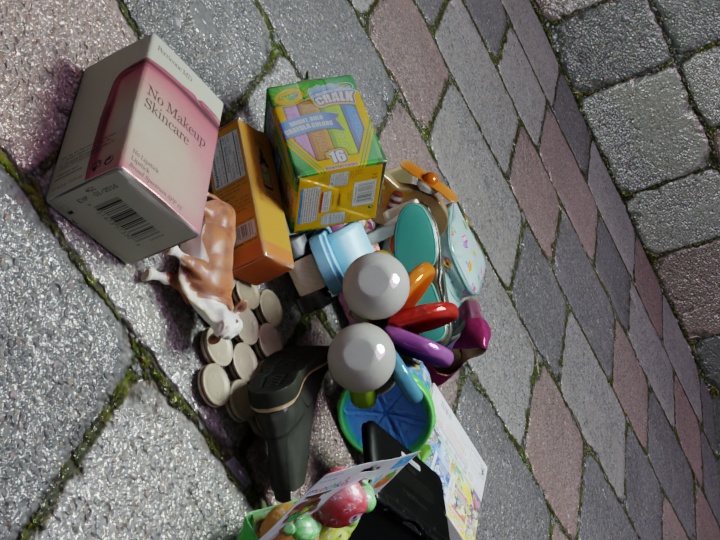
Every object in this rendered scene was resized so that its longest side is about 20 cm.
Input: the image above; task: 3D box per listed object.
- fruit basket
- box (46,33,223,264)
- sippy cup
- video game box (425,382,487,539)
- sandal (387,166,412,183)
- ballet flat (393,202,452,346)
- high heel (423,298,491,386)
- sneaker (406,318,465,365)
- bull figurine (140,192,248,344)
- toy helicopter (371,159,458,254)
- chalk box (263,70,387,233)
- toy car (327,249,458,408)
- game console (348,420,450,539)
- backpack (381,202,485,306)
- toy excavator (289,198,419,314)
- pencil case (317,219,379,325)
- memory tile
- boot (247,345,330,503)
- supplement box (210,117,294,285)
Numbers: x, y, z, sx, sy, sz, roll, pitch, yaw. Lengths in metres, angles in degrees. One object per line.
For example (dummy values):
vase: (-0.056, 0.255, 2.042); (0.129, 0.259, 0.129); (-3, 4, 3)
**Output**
fruit basket: (-0.039, 0.273, 1.073); (0.185, 0.200, 0.094); (3, 50, -56)
box: (-0.238, -0.131, 1.070); (0.128, 0.108, 0.201); (44, 38, -42)
sippy cup: (0.046, 0.179, 1.398); (0.130, 0.138, 0.179); (-57, 158, -70)
video game box: (0.129, 0.312, 1.549); (0.201, 0.047, 0.183); (58, 28, -24)
sandal: (0.013, -0.141, 1.595); (0.069, 0.078, 0.211); (30, 25, 17)
ballet flat: (0.086, 0.010, 1.348); (0.068, 0.067, 0.202); (29, 53, -72)
high heel: (0.147, 0.142, 1.558); (0.067, 0.201, 0.097); (7, 44, -13)
sneaker: (0.095, 0.081, 1.420); (0.076, 0.088, 0.200); (42, 8, 18)
bull figurine: (-0.185, -0.011, 1.136); (0.121, 0.065, 0.201); (36, 37, -41)
toy helicopter: (0.056, -0.120, 1.470); (0.200, 0.132, 0.079); (42, 35, -22)
chalk box: (-0.058, -0.172, 1.308); (0.125, 0.123, 0.201); (100, -27, -55)
toy car: (0.047, 0.079, 1.237); (0.175, 0.149, 0.202); (68, 33, -77)
game console: (0.024, 0.325, 1.290); (0.200, 0.116, 0.177); (45, 29, -42)
backpack: (0.114, -0.005, 1.615); (0.176, 0.152, 0.201); (61, 36, -30)
toy excavator: (-0.004, -0.033, 1.362); (0.195, 0.199, 0.101); (-74, 141, -81)
pencil case: (0.000, 0.000, 1.465); (0.086, 0.082, 0.201); (-23, 93, -66)
memory tile: (-0.145, 0.092, 1.206); (0.153, 0.017, 0.201); (39, 40, -47)
boot: (-0.080, 0.178, 1.202); (0.200, 0.077, 0.140); (-36, 121, -66)
supplement box: (-0.142, -0.088, 1.253); (0.066, 0.068, 0.202); (26, 47, -55)
